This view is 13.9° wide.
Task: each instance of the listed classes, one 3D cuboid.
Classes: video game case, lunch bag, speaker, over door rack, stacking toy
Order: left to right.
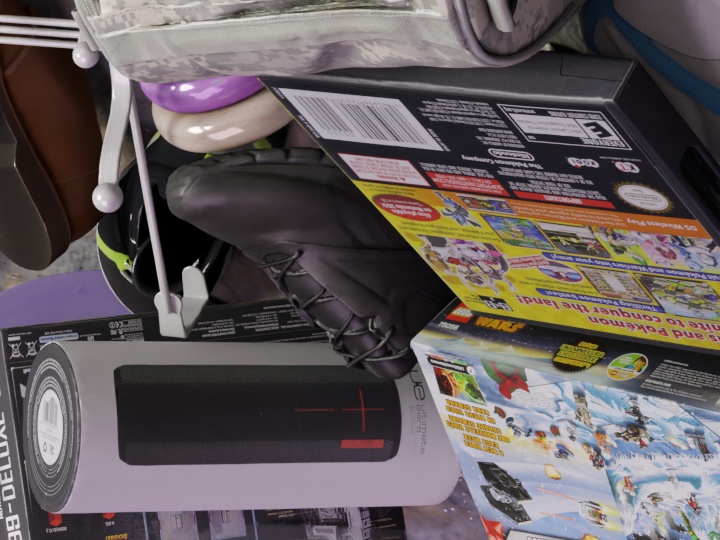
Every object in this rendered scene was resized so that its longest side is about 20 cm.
[{"bbox_3d":[-0.161,-0.038,1.333,0.148,0.067,0.200,6,139,18],"label":"over door rack"},{"bbox_3d":[-0.090,-0.150,1.284,0.085,0.085,0.200,-1,132,36],"label":"stacking toy"},{"bbox_3d":[-0.053,0.073,1.390,0.200,0.081,0.081,2,155,-25],"label":"speaker"},{"bbox_3d":[0.000,-0.145,1.139,0.200,0.168,0.139,-1,137,36],"label":"lunch bag"},{"bbox_3d":[0.076,-0.030,1.201,0.200,0.026,0.181,9,151,45],"label":"video game case"}]

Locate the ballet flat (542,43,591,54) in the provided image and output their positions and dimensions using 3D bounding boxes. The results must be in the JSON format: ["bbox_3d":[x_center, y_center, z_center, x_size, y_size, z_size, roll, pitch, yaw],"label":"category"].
[{"bbox_3d":[0.075,-0.071,1.270,0.200,0.071,0.069,14,142,35],"label":"ballet flat"}]

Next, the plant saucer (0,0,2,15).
[{"bbox_3d":[-0.236,-0.157,1.364,0.200,0.029,0.200,23,131,30],"label":"plant saucer"}]

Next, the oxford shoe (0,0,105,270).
[{"bbox_3d":[-0.172,-0.103,1.418,0.071,0.071,0.200,10,128,44],"label":"oxford shoe"}]

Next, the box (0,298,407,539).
[{"bbox_3d":[-0.080,0.098,1.445,0.200,0.158,0.050,-7,174,-26],"label":"box"}]

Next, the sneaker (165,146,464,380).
[{"bbox_3d":[0.000,0.000,1.349,0.200,0.091,0.076,18,166,-27],"label":"sneaker"}]

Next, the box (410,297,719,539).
[{"bbox_3d":[0.125,0.090,1.301,0.200,0.040,0.137,12,134,43],"label":"box"}]

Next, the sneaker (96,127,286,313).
[{"bbox_3d":[-0.099,-0.018,1.455,0.072,0.083,0.200,28,146,-1],"label":"sneaker"}]

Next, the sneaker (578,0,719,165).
[{"bbox_3d":[0.174,-0.063,1.191,0.081,0.077,0.200,-33,114,31],"label":"sneaker"}]

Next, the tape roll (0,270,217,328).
[{"bbox_3d":[-0.136,0.104,1.541,0.200,0.200,0.085,24,146,6],"label":"tape roll"}]
